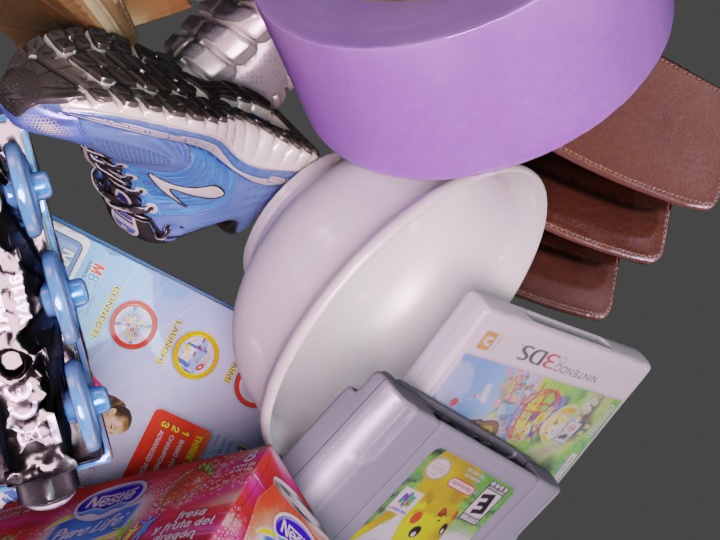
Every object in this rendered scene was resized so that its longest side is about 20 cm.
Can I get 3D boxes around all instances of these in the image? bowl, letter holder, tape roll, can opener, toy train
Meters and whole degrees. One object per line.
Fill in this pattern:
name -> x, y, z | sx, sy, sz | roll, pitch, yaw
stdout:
bowl -> 0.000, 0.000, 0.778 | 0.200, 0.090, 0.202 | -37, 154, -21
letter holder -> 0.106, -0.067, 0.858 | 0.198, 0.100, 0.144 | 23, 69, -23
tape roll -> 0.050, -0.145, 0.717 | 0.199, 0.200, 0.085 | -37, 134, -12
can opener -> -0.014, 0.058, 0.878 | 0.066, 0.053, 0.202 | -13, 102, -22
toy train -> -0.176, 0.015, 0.714 | 0.086, 0.114, 0.202 | -15, 102, -8

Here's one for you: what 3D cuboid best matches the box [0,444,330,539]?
box -> -0.112, 0.167, 0.714 | 0.100, 0.199, 0.096 | 60, 36, -19

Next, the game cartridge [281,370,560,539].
game cartridge -> 0.021, 0.137, 0.807 | 0.133, 0.041, 0.200 | -45, 141, 10

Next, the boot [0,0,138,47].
boot -> -0.140, -0.197, 0.718 | 0.072, 0.200, 0.157 | 11, 70, 18

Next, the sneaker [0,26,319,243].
sneaker -> -0.102, -0.054, 0.720 | 0.090, 0.079, 0.199 | -54, 147, 13

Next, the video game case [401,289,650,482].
video game case -> 0.064, 0.112, 0.863 | 0.181, 0.022, 0.201 | 19, 113, -47

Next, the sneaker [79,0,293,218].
sneaker -> -0.056, -0.099, 0.835 | 0.200, 0.075, 0.116 | -41, 119, -5

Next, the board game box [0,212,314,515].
board game box -> -0.157, 0.088, 0.825 | 0.195, 0.056, 0.201 | 28, 88, -23

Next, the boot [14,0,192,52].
boot -> -0.131, -0.233, 0.780 | 0.187, 0.068, 0.202 | -29, 112, -22
